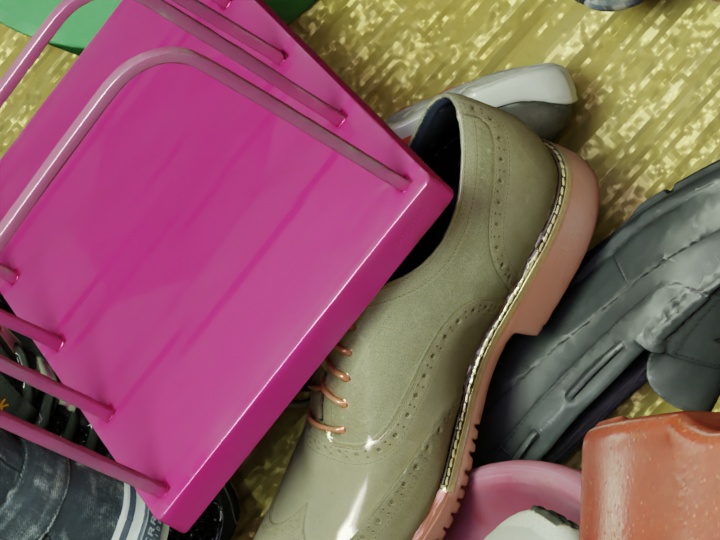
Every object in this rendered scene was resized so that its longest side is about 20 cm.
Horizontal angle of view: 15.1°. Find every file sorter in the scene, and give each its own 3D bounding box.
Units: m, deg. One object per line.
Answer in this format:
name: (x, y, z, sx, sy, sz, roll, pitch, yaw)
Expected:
file sorter: (-0.096, -0.042, 0.886, 0.139, 0.125, 0.200, -52, 40, 8)

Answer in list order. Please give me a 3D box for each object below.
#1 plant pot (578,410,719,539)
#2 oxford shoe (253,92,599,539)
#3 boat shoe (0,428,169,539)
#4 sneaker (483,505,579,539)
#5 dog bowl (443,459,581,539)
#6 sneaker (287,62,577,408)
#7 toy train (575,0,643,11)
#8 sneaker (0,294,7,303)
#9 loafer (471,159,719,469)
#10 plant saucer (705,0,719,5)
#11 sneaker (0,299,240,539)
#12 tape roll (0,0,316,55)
plant pot: (0.136, 0.134, 0.718, 0.201, 0.201, 0.195, -6, 82, 23)
oxford shoe: (0.001, 0.034, 0.893, 0.071, 0.074, 0.200, 16, 77, 50)
boat shoe: (-0.157, 0.093, 0.931, 0.200, 0.091, 0.071, -26, 40, 44)
sneaker: (0.000, 0.150, 0.787, 0.075, 0.087, 0.200, 16, 73, 58)
dog bowl: (0.048, 0.149, 0.871, 0.200, 0.074, 0.200, -31, 41, 31)
sneaker: (0.000, 0.000, 0.968, 0.200, 0.077, 0.082, -33, 93, 5)
toy train: (0.090, -0.192, 0.942, 0.114, 0.087, 0.200, -17, 80, 12)
sneaker: (-0.192, 0.052, 1.033, 0.071, 0.083, 0.200, 27, 94, 33)
loafer: (0.106, 0.015, 0.921, 0.201, 0.068, 0.070, -34, 78, 22)
plant saucer: (0.143, -0.184, 0.884, 0.200, 0.035, 0.200, 1, 83, -11)
sneaker: (-0.133, 0.050, 0.970, 0.200, 0.086, 0.080, 32, 83, -7)
tape roll: (-0.081, -0.179, 1.033, 0.200, 0.048, 0.200, -3, 84, 23)
